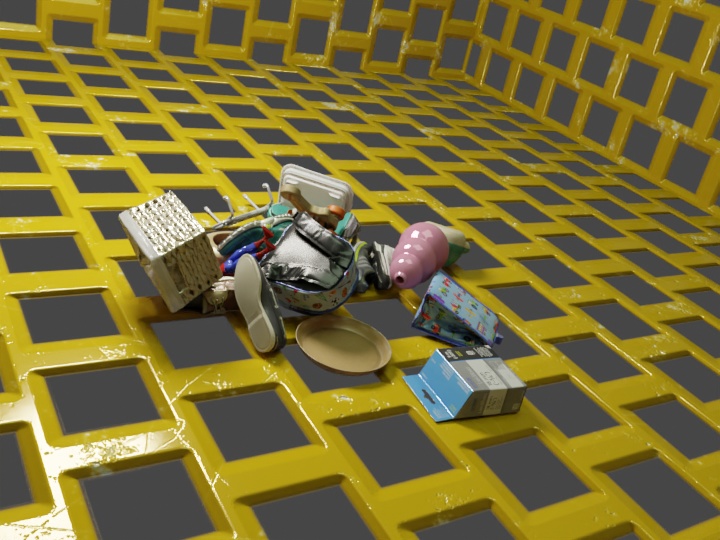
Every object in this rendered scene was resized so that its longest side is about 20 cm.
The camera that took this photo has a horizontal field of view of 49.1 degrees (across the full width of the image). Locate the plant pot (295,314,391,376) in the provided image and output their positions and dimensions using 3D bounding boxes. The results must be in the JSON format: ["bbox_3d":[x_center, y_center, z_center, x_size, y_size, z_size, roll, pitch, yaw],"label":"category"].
[{"bbox_3d":[-0.035,0.153,1.570,0.195,0.028,0.201,12,27,-6],"label":"plant pot"}]

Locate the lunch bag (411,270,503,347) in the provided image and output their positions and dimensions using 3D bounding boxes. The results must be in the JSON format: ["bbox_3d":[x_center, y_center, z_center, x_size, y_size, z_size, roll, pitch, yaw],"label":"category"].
[{"bbox_3d":[0.228,0.105,1.748,0.197,0.096,0.151,27,24,5],"label":"lunch bag"}]

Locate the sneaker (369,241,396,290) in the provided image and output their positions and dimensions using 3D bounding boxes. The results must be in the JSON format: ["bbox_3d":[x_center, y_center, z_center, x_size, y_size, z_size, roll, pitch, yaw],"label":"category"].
[{"bbox_3d":[0.087,-0.010,1.900,0.112,0.077,0.201,8,24,-9],"label":"sneaker"}]

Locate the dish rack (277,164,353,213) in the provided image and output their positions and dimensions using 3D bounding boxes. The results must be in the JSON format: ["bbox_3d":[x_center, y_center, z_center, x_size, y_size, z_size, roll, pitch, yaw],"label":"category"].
[{"bbox_3d":[-0.123,-0.164,1.997,0.195,0.175,0.044,18,36,7],"label":"dish rack"}]

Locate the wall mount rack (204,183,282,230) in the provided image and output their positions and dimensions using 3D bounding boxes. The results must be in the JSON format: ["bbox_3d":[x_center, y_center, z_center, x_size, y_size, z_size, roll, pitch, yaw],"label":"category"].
[{"bbox_3d":[-0.303,-0.160,1.978,0.197,0.076,0.173,-21,2,-29],"label":"wall mount rack"}]

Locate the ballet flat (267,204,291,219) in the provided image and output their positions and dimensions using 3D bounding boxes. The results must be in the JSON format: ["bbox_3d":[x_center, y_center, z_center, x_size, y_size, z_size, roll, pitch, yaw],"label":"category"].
[{"bbox_3d":[-0.139,-0.109,1.966,0.195,0.071,0.069,17,51,-8],"label":"ballet flat"}]

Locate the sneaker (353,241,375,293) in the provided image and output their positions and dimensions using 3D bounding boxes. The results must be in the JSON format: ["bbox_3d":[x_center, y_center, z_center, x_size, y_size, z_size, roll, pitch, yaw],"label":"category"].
[{"bbox_3d":[0.000,0.000,1.858,0.079,0.075,0.201,25,33,2],"label":"sneaker"}]

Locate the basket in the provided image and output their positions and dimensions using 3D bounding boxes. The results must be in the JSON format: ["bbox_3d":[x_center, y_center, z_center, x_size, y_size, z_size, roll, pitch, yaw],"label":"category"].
[{"bbox_3d":[-0.366,-0.042,1.527,0.122,0.138,0.200,-29,43,-17],"label":"basket"}]

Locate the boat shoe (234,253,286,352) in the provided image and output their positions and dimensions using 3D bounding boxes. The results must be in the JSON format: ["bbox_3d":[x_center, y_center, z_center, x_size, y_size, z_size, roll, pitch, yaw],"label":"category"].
[{"bbox_3d":[-0.194,0.065,1.544,0.062,0.072,0.204,9,57,-52],"label":"boat shoe"}]

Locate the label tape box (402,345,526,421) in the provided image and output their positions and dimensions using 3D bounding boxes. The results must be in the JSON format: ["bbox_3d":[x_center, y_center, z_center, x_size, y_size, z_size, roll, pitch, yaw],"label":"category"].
[{"bbox_3d":[0.201,0.215,1.525,0.196,0.065,0.144,0,29,-29],"label":"label tape box"}]

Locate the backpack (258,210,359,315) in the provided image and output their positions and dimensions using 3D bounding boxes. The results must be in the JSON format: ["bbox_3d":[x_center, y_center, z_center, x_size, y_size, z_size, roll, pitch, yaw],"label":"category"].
[{"bbox_3d":[-0.100,0.005,1.646,0.187,0.155,0.202,16,59,30],"label":"backpack"}]

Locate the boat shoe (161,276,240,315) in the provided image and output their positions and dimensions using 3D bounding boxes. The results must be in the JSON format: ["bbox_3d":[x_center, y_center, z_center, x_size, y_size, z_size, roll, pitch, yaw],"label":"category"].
[{"bbox_3d":[-0.301,0.060,1.575,0.194,0.077,0.074,3,31,-4],"label":"boat shoe"}]

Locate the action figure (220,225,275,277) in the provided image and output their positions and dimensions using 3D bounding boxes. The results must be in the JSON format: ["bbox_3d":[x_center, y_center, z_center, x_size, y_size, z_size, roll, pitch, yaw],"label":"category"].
[{"bbox_3d":[-0.278,-0.026,1.612,0.099,0.199,0.066,37,24,-39],"label":"action figure"}]

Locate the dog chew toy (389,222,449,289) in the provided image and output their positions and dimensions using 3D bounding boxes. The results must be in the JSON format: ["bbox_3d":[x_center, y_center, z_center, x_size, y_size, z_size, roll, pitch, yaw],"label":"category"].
[{"bbox_3d":[0.128,-0.026,1.818,0.122,0.127,0.200,21,37,15],"label":"dog chew toy"}]

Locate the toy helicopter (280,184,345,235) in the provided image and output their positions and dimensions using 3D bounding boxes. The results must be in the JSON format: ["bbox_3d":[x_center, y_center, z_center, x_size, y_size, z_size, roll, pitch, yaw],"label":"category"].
[{"bbox_3d":[-0.131,-0.140,1.820,0.130,0.081,0.200,4,-24,31],"label":"toy helicopter"}]

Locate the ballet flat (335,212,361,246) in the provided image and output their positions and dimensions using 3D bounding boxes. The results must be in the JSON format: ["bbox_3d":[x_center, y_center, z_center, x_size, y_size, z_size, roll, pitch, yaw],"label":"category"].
[{"bbox_3d":[-0.052,-0.050,1.889,0.071,0.073,0.202,22,56,17],"label":"ballet flat"}]

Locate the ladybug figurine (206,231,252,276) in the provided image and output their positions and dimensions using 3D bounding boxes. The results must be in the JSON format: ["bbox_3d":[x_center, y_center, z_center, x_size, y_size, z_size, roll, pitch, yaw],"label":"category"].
[{"bbox_3d":[-0.275,-0.033,1.762,0.196,0.073,0.136,-1,30,-28],"label":"ladybug figurine"}]

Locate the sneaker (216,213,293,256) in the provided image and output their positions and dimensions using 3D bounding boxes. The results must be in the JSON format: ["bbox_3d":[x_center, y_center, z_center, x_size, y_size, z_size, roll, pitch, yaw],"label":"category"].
[{"bbox_3d":[-0.215,-0.065,1.698,0.197,0.081,0.077,-19,-6,-32],"label":"sneaker"}]

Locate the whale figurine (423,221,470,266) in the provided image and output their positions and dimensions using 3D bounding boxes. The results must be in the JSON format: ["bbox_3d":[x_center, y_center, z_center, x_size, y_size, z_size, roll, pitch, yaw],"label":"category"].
[{"bbox_3d":[0.209,-0.063,2.074,0.155,0.106,0.200,17,1,6],"label":"whale figurine"}]
